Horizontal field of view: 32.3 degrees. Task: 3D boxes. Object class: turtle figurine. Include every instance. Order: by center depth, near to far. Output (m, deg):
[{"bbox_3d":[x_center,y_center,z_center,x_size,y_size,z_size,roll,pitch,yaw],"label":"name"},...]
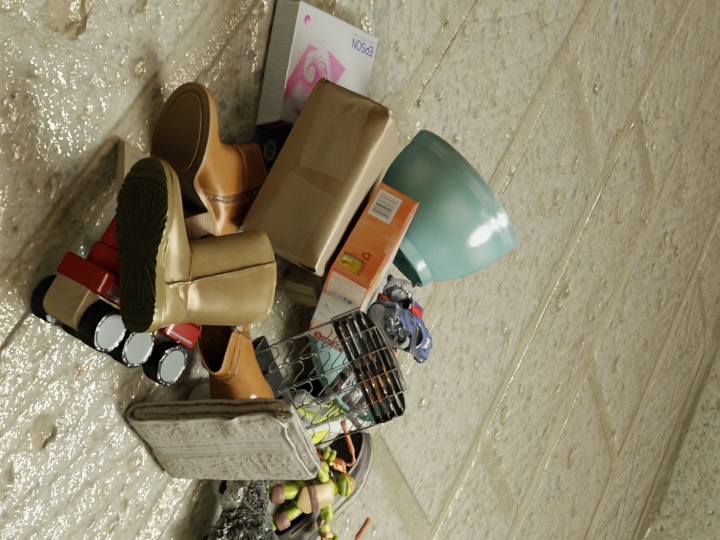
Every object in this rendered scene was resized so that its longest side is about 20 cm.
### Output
[{"bbox_3d":[-0.072,0.288,1.631,0.160,0.064,0.202,-13,122,-18],"label":"turtle figurine"}]

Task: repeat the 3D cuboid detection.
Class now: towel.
[{"bbox_3d":[-0.151,0.194,1.396,0.133,0.198,0.035,67,26,-45],"label":"towel"}]

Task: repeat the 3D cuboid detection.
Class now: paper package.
[{"bbox_3d":[-0.041,-0.102,1.465,0.202,0.103,0.191,-63,174,-1],"label":"paper package"}]

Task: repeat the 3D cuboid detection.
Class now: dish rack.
[{"bbox_3d":[-0.040,0.132,1.494,0.155,0.198,0.055,66,25,-4],"label":"dish rack"}]

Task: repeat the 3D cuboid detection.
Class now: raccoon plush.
[{"bbox_3d":[-0.108,0.322,1.542,0.135,0.199,0.097,-58,-173,-3],"label":"raccoon plush"}]

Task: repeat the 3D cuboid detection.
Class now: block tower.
[{"bbox_3d":[-0.027,-0.031,1.666,0.200,0.057,0.054,-53,142,-34],"label":"block tower"}]

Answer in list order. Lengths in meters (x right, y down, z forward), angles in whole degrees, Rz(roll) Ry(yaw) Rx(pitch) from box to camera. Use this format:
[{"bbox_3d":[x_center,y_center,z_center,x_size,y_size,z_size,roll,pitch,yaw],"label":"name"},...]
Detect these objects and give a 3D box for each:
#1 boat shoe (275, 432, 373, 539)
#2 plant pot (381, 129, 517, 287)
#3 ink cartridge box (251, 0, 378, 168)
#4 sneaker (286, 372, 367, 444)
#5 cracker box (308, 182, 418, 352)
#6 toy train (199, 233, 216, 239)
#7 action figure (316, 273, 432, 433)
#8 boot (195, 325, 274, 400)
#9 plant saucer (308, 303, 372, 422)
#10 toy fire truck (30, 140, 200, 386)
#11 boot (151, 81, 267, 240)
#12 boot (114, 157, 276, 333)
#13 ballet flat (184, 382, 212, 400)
[{"bbox_3d":[-0.051,0.299,1.707,0.073,0.074,0.201,41,75,-49],"label":"boat shoe"},{"bbox_3d":[0.092,-0.064,1.640,0.134,0.200,0.201,-40,141,-8],"label":"plant pot"},{"bbox_3d":[-0.055,-0.219,1.561,0.196,0.043,0.203,6,94,-61],"label":"ink cartridge box"},{"bbox_3d":[-0.042,0.176,1.695,0.199,0.074,0.086,-20,117,-56],"label":"sneaker"},{"bbox_3d":[0.000,0.000,1.525,0.135,0.057,0.200,-60,176,-27],"label":"cracker box"},{"bbox_3d":[-0.152,-0.009,1.422,0.046,0.034,0.200,-51,167,-1],"label":"toy train"},{"bbox_3d":[0.019,0.091,1.578,0.195,0.104,0.200,-67,158,-17],"label":"action figure"},{"bbox_3d":[-0.148,0.116,1.400,0.155,0.073,0.202,99,-26,-86],"label":"boot"},{"bbox_3d":[-0.015,0.111,1.699,0.200,0.027,0.202,37,45,-47],"label":"plant saucer"},{"bbox_3d":[-0.229,-0.011,1.281,0.201,0.128,0.176,-61,148,-8],"label":"toy fire truck"},{"bbox_3d":[-0.154,-0.123,1.386,0.155,0.076,0.202,-28,127,-52],"label":"boot"},{"bbox_3d":[-0.159,-0.026,1.252,0.199,0.066,0.177,-8,109,-58],"label":"boot"},{"bbox_3d":[-0.142,0.188,1.537,0.200,0.069,0.070,42,64,-57],"label":"ballet flat"}]
